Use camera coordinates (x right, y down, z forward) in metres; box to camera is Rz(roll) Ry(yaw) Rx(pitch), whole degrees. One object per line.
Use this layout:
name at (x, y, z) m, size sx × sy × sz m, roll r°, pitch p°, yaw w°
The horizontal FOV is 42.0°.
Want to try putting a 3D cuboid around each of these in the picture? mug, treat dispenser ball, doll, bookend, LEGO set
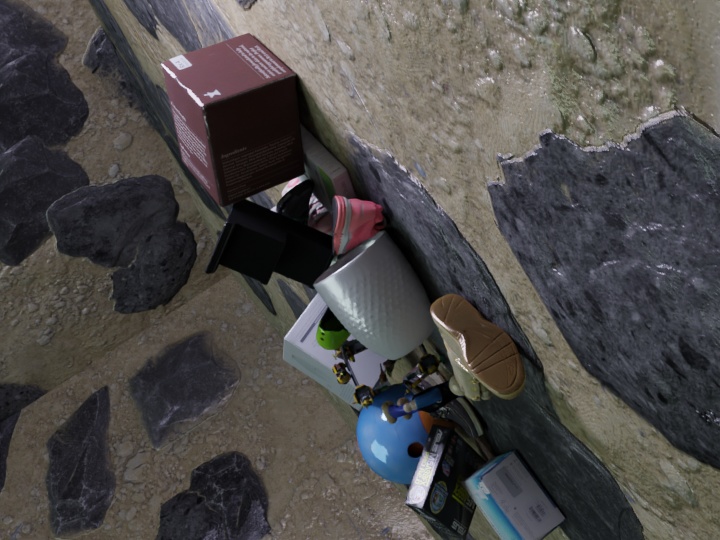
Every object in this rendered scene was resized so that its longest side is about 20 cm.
mug at (0.036, 0.042, 1.532) m, size 0.176 × 0.148 × 0.200 m, roll 53°, pitch -166°, yaw -7°
treat dispenser ball at (0.091, 0.327, 1.887) m, size 0.201 × 0.201 × 0.201 m, roll 53°, pitch 168°, yaw 16°
doll at (0.123, 0.227, 1.654) m, size 0.200 × 0.136 × 0.049 m, roll -30°, pitch 73°, yaw 46°
bookend at (-0.137, -0.025, 1.542) m, size 0.200 × 0.092 × 0.199 m, roll 23°, pitch -166°, yaw -10°
LEGO set at (0.044, 0.153, 1.658) m, size 0.116 × 0.199 × 0.154 m, roll 77°, pitch 175°, yaw -81°

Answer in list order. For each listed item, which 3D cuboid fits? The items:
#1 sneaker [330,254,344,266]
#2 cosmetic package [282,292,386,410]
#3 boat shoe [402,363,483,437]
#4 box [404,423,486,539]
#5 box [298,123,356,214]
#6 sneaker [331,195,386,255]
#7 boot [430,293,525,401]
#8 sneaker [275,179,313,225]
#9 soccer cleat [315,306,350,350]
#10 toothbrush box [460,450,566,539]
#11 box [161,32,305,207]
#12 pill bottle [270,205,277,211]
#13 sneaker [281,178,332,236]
sneaker at (0.000, 0.000, 1.733) m, size 0.200 × 0.077 × 0.085 m, roll 48°, pitch 158°, yaw 6°
cosmetic package at (-0.042, 0.168, 1.902) m, size 0.200 × 0.123 × 0.199 m, roll 35°, pitch 163°, yaw 5°
boat shoe at (0.153, 0.251, 1.761) m, size 0.200 × 0.065 × 0.072 m, roll 46°, pitch 163°, yaw 39°
box at (0.169, 0.405, 1.783) m, size 0.044 × 0.161 × 0.200 m, roll 6°, pitch 153°, yaw 36°
box at (-0.071, -0.170, 1.622) m, size 0.200 × 0.036 × 0.144 m, roll 49°, pitch 167°, yaw 37°
sneaker at (-0.003, -0.066, 1.499) m, size 0.200 × 0.087 × 0.074 m, roll 104°, pitch 166°, yaw -80°
boot at (0.178, 0.142, 1.342) m, size 0.200 × 0.073 × 0.156 m, roll 47°, pitch 165°, yaw 45°
sneaker at (-0.110, -0.082, 1.674) m, size 0.088 × 0.074 × 0.200 m, roll 49°, pitch 146°, yaw 8°
soccer cleat at (-0.012, 0.049, 1.618) m, size 0.067 × 0.200 × 0.081 m, roll 26°, pitch 151°, yaw 13°
toothbrush box at (0.268, 0.411, 1.676) m, size 0.147 × 0.085 × 0.200 m, roll 53°, pitch 168°, yaw 11°
box at (-0.205, -0.246, 1.538) m, size 0.166 × 0.164 × 0.200 m, roll 47°, pitch 152°, yaw 39°
pill bottle at (-0.102, -0.039, 1.858) m, size 0.200 × 0.114 × 0.114 m, roll 37°, pitch 161°, yaw 29°
sneaker at (-0.092, -0.120, 1.731) m, size 0.105 × 0.075 × 0.200 m, roll 56°, pitch 174°, yaw -24°
